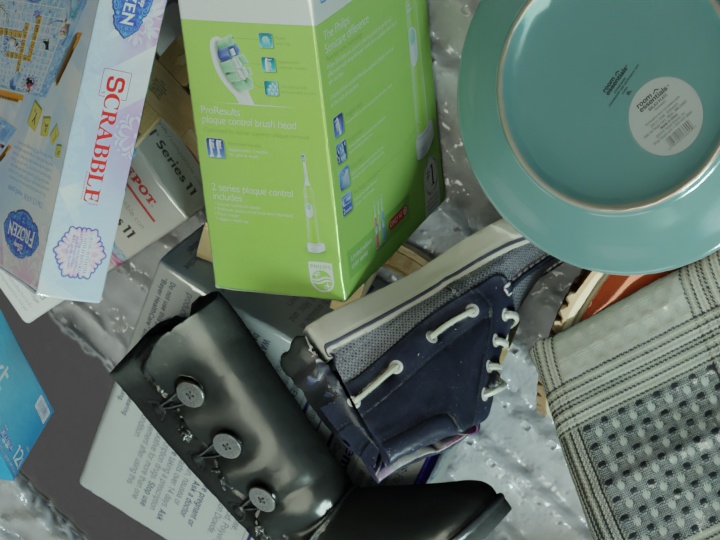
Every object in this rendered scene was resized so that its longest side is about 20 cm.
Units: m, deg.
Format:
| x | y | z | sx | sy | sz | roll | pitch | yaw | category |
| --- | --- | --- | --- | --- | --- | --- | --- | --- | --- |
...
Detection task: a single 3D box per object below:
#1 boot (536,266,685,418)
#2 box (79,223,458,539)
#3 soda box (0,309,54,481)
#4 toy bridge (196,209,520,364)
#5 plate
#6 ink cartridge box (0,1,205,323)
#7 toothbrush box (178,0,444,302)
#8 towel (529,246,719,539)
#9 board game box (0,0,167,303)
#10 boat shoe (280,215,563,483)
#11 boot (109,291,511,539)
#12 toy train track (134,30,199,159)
| x | y | z | sx | sy | sz | roll | pitch | yaw | category |
| --- | --- | --- | --- | --- | --- | --- | --- | --- | --- |
| 0.170 | 0.020 | 1.156 | 0.107 | 0.075 | 0.201 | 29 | 123 | 5 | boot |
| -0.046 | 0.092 | 1.275 | 0.199 | 0.105 | 0.184 | 31 | 123 | 10 | box |
| -0.273 | 0.049 | 1.349 | 0.067 | 0.064 | 0.201 | 7 | 139 | 24 | soda box |
| 0.000 | 0.000 | 1.227 | 0.199 | 0.067 | 0.027 | 23 | 124 | 5 | toy bridge |
| 0.138 | -0.098 | 1.090 | 0.199 | 0.026 | 0.201 | 0 | 89 | 26 | plate |
| -0.161 | -0.066 | 1.275 | 0.200 | 0.067 | 0.117 | -31 | 98 | 34 | ink cartridge box |
| -0.024 | -0.105 | 1.141 | 0.086 | 0.146 | 0.201 | 7 | 118 | 24 | toothbrush box |
| 0.200 | 0.084 | 1.069 | 0.199 | 0.035 | 0.193 | -26 | 67 | 21 | towel |
| -0.178 | -0.102 | 1.155 | 0.200 | 0.041 | 0.201 | 26 | 104 | 58 | board game box |
| 0.059 | 0.040 | 1.144 | 0.093 | 0.199 | 0.075 | 57 | 158 | 13 | boat shoe |
| -0.031 | 0.094 | 1.174 | 0.165 | 0.066 | 0.200 | -32 | 93 | 32 | boot |
| -0.135 | -0.079 | 1.198 | 0.115 | 0.033 | 0.200 | 47 | 115 | 6 | toy train track |
